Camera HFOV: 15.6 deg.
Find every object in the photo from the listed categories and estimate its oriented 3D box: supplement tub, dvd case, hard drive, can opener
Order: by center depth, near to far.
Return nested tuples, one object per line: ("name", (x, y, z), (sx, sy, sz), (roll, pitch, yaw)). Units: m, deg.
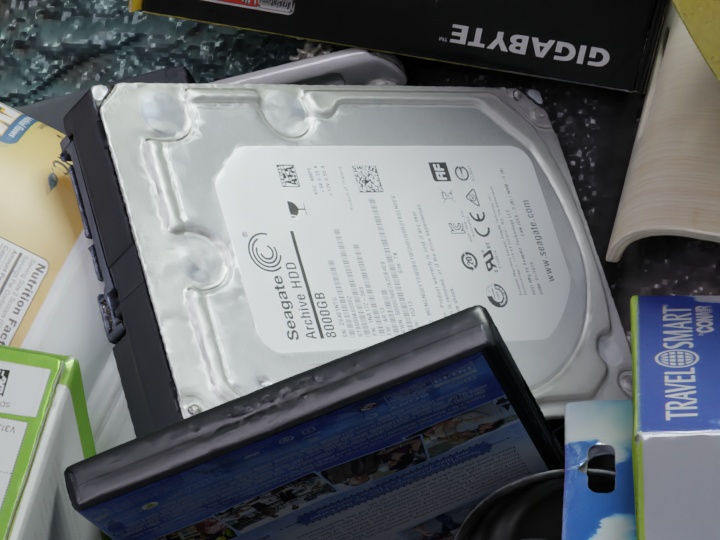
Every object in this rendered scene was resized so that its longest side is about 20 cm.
("dvd case", (-0.004, 0.074, 0.895), (0.143, 0.200, 0.018), (-22, 67, 5))
("hard drive", (0.000, 0.000, 0.938), (0.200, 0.038, 0.140), (-2, 65, -34))
("supplement tub", (-0.157, 0.006, 0.962), (0.200, 0.145, 0.145), (27, 80, -3))
("can opener", (-0.074, -0.048, 1.029), (0.200, 0.053, 0.067), (-9, 68, 11))

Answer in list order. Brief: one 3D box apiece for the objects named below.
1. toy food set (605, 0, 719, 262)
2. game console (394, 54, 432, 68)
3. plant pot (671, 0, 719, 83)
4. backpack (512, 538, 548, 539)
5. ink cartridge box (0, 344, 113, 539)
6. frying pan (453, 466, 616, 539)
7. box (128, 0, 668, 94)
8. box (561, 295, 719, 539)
("toy food set", (0.201, -0.052, 0.970), (0.200, 0.060, 0.144), (10, 65, 14))
("game console", (0.048, -0.212, 1.023), (0.200, 0.176, 0.116), (-30, 40, 2))
("plant pot", (0.180, -0.116, 0.882), (0.142, 0.200, 0.200), (-31, 68, 19))
("backpack", (0.120, 0.161, 0.827), (0.200, 0.154, 0.163), (21, 45, 6))
("ink cartridge box", (-0.141, 0.140, 0.826), (0.076, 0.148, 0.200), (9, 56, 8))
("frying pan", (0.119, 0.103, 0.906), (0.190, 0.031, 0.115), (-18, 113, 28))
("box", (0.023, -0.155, 0.960), (0.200, 0.160, 0.049), (9, 36, -3))
("box", (0.165, 0.047, 0.855), (0.200, 0.122, 0.048), (-1, 110, 6))
